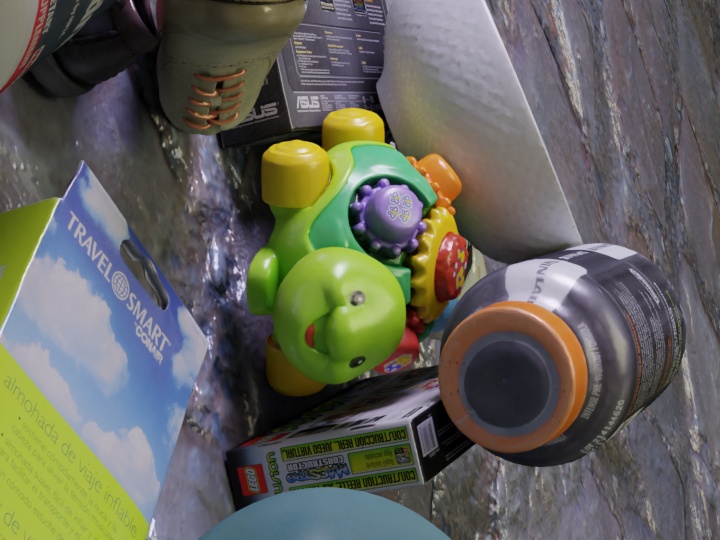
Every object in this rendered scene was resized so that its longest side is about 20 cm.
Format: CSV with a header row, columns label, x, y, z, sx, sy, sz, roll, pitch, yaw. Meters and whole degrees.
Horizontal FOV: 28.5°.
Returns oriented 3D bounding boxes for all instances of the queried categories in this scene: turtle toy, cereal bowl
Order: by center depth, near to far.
label,x,y,z,sx,sy,sz,roll,pitch,yaw
turtle toy,0.000,0.000,0.777,0.200,0.100,0.147,-39,133,-59
cereal bowl,0.065,-0.091,0.893,0.200,0.083,0.202,-23,90,-82

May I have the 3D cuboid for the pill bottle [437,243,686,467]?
label,x,y,z,sx,sy,sz,roll,pitch,yaw
pill bottle,0.107,0.044,0.766,0.200,0.105,0.107,-12,89,-67

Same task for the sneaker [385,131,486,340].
label,x,y,z,sx,sy,sz,roll,pitch,yaw
sneaker,0.046,-0.055,0.993,0.088,0.075,0.202,20,60,-64

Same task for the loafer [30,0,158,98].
label,x,y,z,sx,sy,sz,roll,pitch,yaw
loafer,-0.120,-0.177,0.684,0.072,0.062,0.202,41,42,-55

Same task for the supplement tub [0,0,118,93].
label,x,y,z,sx,sy,sz,roll,pitch,yaw
supplement tub,-0.144,-0.144,0.513,0.141,0.139,0.200,67,25,-22

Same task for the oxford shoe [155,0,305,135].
label,x,y,z,sx,sy,sz,roll,pitch,yaw
oxford shoe,-0.063,-0.103,0.681,0.200,0.070,0.075,-166,-101,-80

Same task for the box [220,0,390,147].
label,x,y,z,sx,sy,sz,roll,pitch,yaw
box,-0.038,-0.161,0.884,0.200,0.048,0.160,-18,95,-67

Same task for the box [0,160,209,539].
label,x,y,z,sx,sy,sz,roll,pitch,yaw
box,-0.126,0.067,0.565,0.201,0.047,0.122,-78,148,-45

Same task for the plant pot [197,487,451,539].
label,x,y,z,sx,sy,sz,roll,pitch,yaw
plant pot,-0.016,0.188,0.589,0.162,0.199,0.202,-89,156,-58

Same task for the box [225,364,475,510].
label,x,y,z,sx,sy,sz,roll,pitch,yaw
box,0.017,0.088,0.811,0.200,0.109,0.035,-18,95,-66
